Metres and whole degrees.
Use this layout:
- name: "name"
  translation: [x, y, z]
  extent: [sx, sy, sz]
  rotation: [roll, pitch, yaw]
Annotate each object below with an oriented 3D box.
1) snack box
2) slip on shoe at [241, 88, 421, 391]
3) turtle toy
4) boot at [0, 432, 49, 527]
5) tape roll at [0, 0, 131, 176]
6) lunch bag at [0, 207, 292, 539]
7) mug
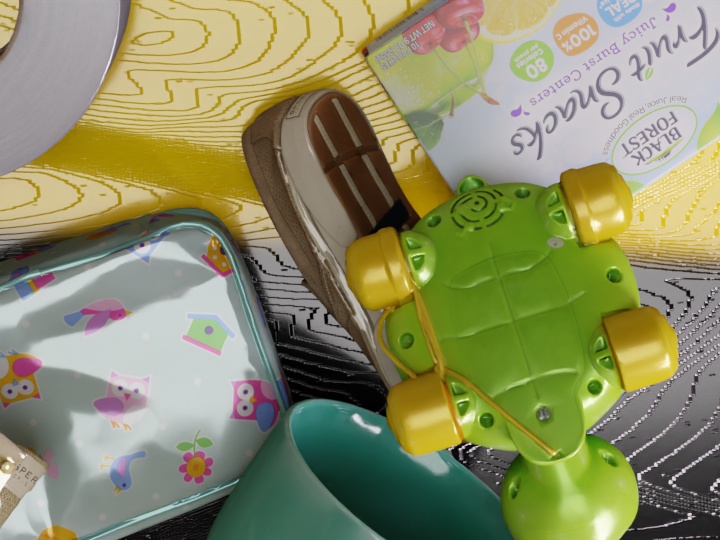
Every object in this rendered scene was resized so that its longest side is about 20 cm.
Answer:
- name: "snack box"
  translation: [0.121, -0.112, 1.015]
  extent: [0.200, 0.053, 0.142]
  rotation: [-34, 102, 4]
- name: "slip on shoe"
  translation: [0.000, 0.000, 1.028]
  extent: [0.061, 0.076, 0.200]
  rotation: [-14, 114, 39]
- name: "turtle toy"
  translation: [0.082, 0.047, 0.957]
  extent: [0.146, 0.101, 0.200]
  rotation: [-17, 75, 4]
- name: "boot"
  translation: [-0.197, 0.156, 0.926]
  extent: [0.200, 0.073, 0.155]
  rotation: [38, 74, 13]
- name: "tape roll"
  translation: [-0.216, -0.145, 0.968]
  extent: [0.200, 0.066, 0.201]
  rotation: [0, 110, 0]
- name: "lunch bag"
  translation: [-0.141, 0.066, 1.020]
  extent: [0.200, 0.077, 0.161]
  rotation: [-20, 102, 0]
- name: "mug"
  translation: [0.007, 0.156, 0.975]
  extent: [0.152, 0.185, 0.114]
  rotation: [44, 109, 34]
